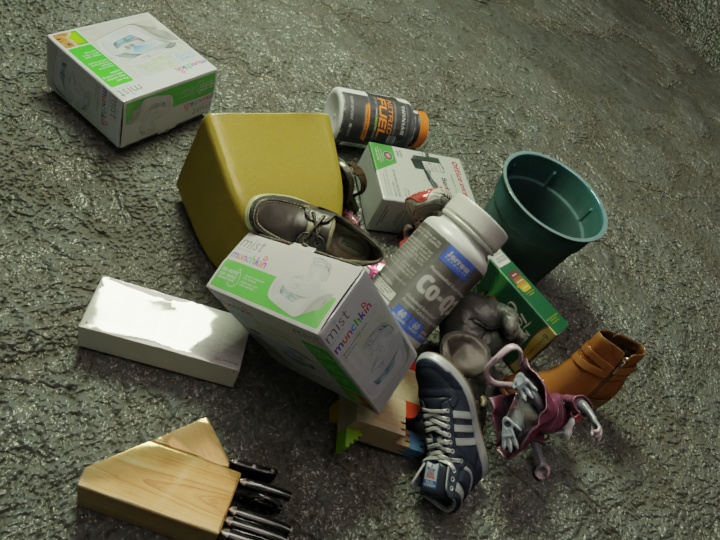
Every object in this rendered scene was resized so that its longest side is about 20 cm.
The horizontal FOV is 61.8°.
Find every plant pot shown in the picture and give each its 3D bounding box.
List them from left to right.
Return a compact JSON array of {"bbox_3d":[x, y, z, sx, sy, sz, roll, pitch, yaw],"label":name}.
[{"bbox_3d":[-0.136,-0.089,0.881,0.192,0.195,0.202,-9,74,-32],"label":"plant pot"},{"bbox_3d":[0.288,-0.068,1.059,0.198,0.197,0.202,14,49,-16],"label":"plant pot"}]

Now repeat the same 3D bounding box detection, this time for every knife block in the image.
[{"bbox_3d":[-0.178,0.262,0.648,0.198,0.064,0.176,-16,61,-35],"label":"knife block"}]

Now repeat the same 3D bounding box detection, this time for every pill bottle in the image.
[{"bbox_3d":[0.034,-0.289,1.178,0.198,0.107,0.107,3,52,-24],"label":"pill bottle"},{"bbox_3d":[0.103,-0.001,0.836,0.114,0.200,0.114,41,5,-4],"label":"pill bottle"}]

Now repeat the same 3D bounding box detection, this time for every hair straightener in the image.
[{"bbox_3d":[0.080,-0.022,0.991,0.040,0.078,0.200,-12,19,2],"label":"hair straightener"}]

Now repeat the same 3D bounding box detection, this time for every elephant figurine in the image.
[{"bbox_3d":[0.148,0.135,0.882,0.154,0.142,0.200,21,56,32],"label":"elephant figurine"}]

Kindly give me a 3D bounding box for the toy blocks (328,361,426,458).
[{"bbox_3d":[0.042,0.165,0.832,0.136,0.100,0.202,24,46,-23],"label":"toy blocks"}]

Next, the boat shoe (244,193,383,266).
[{"bbox_3d":[-0.053,-0.052,0.786,0.198,0.065,0.074,15,84,-34],"label":"boat shoe"}]

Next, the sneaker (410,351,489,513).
[{"bbox_3d":[0.101,0.213,0.770,0.108,0.070,0.202,-36,111,-42],"label":"sneaker"}]

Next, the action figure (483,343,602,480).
[{"bbox_3d":[0.250,0.203,0.854,0.199,0.134,0.150,14,39,-49],"label":"action figure"}]

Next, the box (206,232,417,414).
[{"bbox_3d":[-0.056,0.059,0.731,0.199,0.177,0.097,18,63,39],"label":"box"}]

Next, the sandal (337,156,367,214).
[{"bbox_3d":[-0.021,-0.147,0.981,0.057,0.201,0.080,-35,84,-1],"label":"sandal"}]

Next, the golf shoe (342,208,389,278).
[{"bbox_3d":[0.000,0.000,0.959,0.092,0.073,0.200,-34,70,-16],"label":"golf shoe"}]

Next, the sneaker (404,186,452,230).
[{"bbox_3d":[0.131,-0.069,1.003,0.077,0.200,0.083,-18,59,15],"label":"sneaker"}]

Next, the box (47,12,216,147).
[{"bbox_3d":[-0.374,-0.318,0.996,0.176,0.097,0.200,40,45,11],"label":"box"}]

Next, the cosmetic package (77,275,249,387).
[{"bbox_3d":[-0.246,0.080,0.772,0.198,0.051,0.083,19,45,-12],"label":"cosmetic package"}]

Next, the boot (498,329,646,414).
[{"bbox_3d":[0.324,0.156,0.918,0.198,0.156,0.077,14,39,-16],"label":"boot"}]

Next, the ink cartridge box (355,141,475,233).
[{"bbox_3d":[0.102,-0.144,1.108,0.198,0.083,0.148,5,52,-24],"label":"ink cartridge box"}]

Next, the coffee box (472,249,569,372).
[{"bbox_3d":[0.230,0.054,0.984,0.044,0.123,0.201,-23,67,-39],"label":"coffee box"}]
